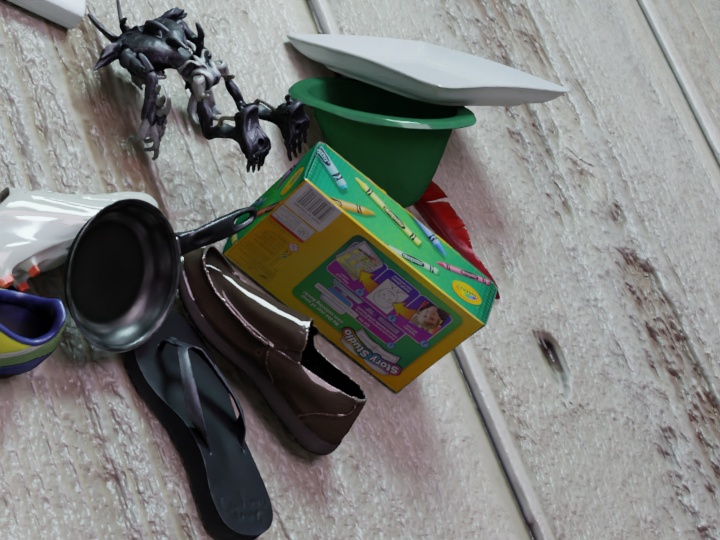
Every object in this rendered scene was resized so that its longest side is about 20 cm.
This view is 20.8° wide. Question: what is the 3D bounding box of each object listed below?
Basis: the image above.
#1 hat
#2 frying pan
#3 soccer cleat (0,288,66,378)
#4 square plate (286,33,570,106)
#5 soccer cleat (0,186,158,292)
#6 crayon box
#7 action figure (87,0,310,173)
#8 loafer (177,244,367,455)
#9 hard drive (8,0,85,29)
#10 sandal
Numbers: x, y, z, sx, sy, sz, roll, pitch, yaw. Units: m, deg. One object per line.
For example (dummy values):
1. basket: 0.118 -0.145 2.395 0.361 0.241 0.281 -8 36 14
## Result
1. hat: 0.019 -0.069 1.794 0.199 0.177 0.165 18 19 28
2. frying pan: -0.159 -0.023 1.476 0.190 0.031 0.115 -53 134 -31
3. soccer cleat: -0.295 0.027 1.346 0.200 0.084 0.065 12 52 -39
4. square plate: 0.063 -0.187 1.853 0.200 0.029 0.198 24 18 39
5. soccer cleat: -0.232 -0.036 1.479 0.200 0.069 0.078 -24 74 -49
6. crayon box: 0.000 0.000 1.638 0.200 0.119 0.058 39 39 -15
7. action figure: -0.146 -0.147 1.636 0.200 0.102 0.119 33 41 22
8. loafer: -0.066 0.051 1.557 0.200 0.071 0.073 49 20 -7
9. hard drive: -0.320 -0.292 1.637 0.199 0.027 0.132 23 45 -30
10. sandal: -0.115 0.109 1.492 0.076 0.043 0.201 -11 67 -49
